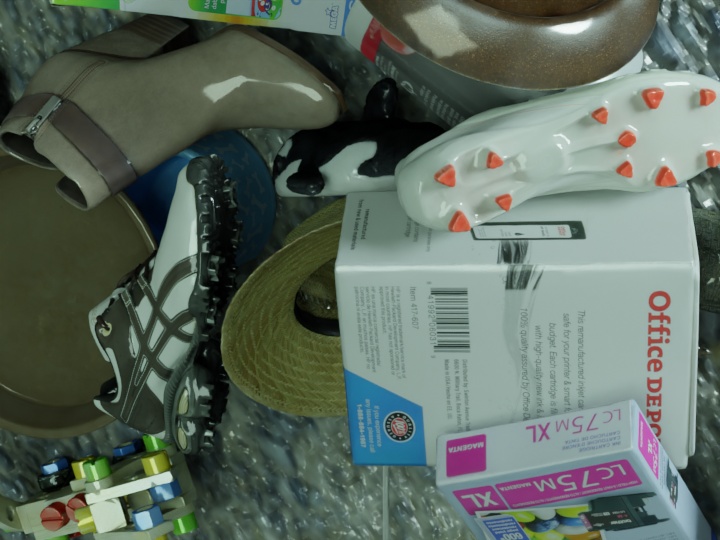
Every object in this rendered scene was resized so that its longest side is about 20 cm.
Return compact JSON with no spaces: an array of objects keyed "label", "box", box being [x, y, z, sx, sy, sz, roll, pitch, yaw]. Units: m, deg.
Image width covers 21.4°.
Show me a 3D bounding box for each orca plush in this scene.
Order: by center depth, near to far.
[{"label":"orca plush","box":[0.009,-0.083,1.173,0.105,0.200,0.072,-4,94,-23]}]

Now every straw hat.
[{"label":"straw hat","box":[0.000,0.000,1.213,0.201,0.201,0.085,-40,46,23]}]

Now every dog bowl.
[{"label":"dog bowl","box":[-0.140,-0.008,1.286,0.111,0.050,0.200,37,111,8]}]

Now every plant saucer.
[{"label":"plant saucer","box":[0.082,-0.190,1.089,0.200,0.200,0.032,34,144,9]},{"label":"plant saucer","box":[-0.214,0.013,1.276,0.199,0.029,0.201,4,103,19]}]

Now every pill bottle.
[{"label":"pill bottle","box":[0.098,-0.122,1.142,0.200,0.111,0.111,39,112,7]}]

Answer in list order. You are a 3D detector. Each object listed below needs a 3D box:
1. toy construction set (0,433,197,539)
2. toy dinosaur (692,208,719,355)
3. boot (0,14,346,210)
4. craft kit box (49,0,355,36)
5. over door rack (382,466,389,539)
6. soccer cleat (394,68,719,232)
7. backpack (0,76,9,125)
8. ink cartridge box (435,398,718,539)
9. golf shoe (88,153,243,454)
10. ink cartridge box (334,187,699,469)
[{"label":"toy construction set","box":[-0.197,0.158,1.302,0.199,0.131,0.093,0,102,20]},{"label":"toy dinosaur","box":[0.207,0.002,1.164,0.199,0.077,0.103,-3,90,25]},{"label":"boot","box":[-0.126,-0.092,1.198,0.199,0.146,0.070,22,146,36]},{"label":"craft kit box","box":[-0.083,-0.251,1.161,0.196,0.049,0.201,5,105,-16]},{"label":"over door rack","box":[0.082,0.146,1.235,0.147,0.067,0.201,8,119,11]},{"label":"soccer cleat","box":[0.113,-0.072,1.058,0.199,0.078,0.070,-15,111,-11]},{"label":"backpack","box":[-0.364,-0.118,1.296,0.199,0.167,0.127,-23,75,26]},{"label":"ink cartridge box","box":[0.136,0.152,1.117,0.119,0.042,0.200,-13,140,22]},{"label":"golf shoe","box":[-0.126,0.020,1.185,0.094,0.078,0.201,12,115,9]},{"label":"ink cartridge box","box":[0.091,0.034,1.097,0.199,0.084,0.147,0,124,6]}]
